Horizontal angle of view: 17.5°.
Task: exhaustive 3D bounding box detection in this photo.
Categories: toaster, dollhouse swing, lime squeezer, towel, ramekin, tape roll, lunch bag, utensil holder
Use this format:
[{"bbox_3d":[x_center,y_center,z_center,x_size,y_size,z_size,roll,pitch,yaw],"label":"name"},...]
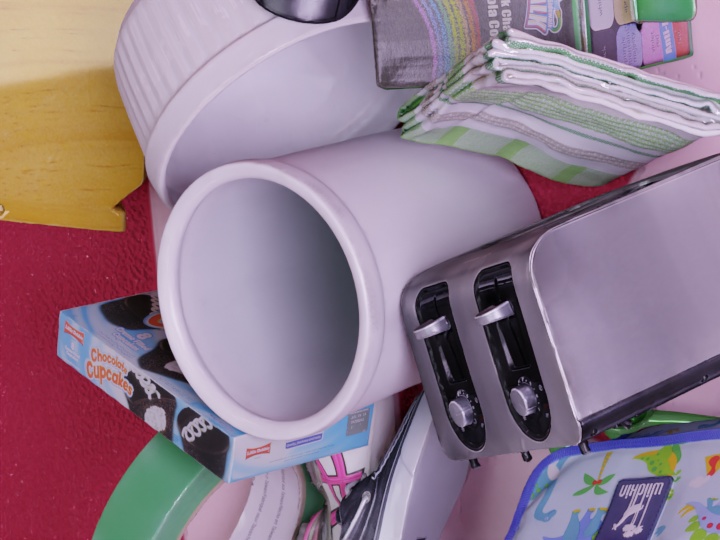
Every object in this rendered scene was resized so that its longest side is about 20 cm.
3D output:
[{"bbox_3d":[0.142,0.021,1.320,0.181,0.199,0.119,-17,95,67],"label":"toaster"},{"bbox_3d":[-0.222,-0.154,1.691,0.180,0.176,0.202,6,108,7],"label":"dollhouse swing"},{"bbox_3d":[0.160,0.113,1.476,0.199,0.038,0.071,-31,81,39],"label":"lime squeezer"},{"bbox_3d":[0.113,-0.084,1.349,0.200,0.148,0.031,150,135,-72],"label":"towel"},{"bbox_3d":[-0.063,-0.134,1.495,0.200,0.199,0.105,-48,62,36],"label":"ramekin"},{"bbox_3d":[-0.103,0.179,1.601,0.048,0.200,0.202,30,119,30],"label":"tape roll"},{"bbox_3d":[0.180,0.149,1.271,0.169,0.199,0.128,-10,98,39],"label":"lunch bag"},{"bbox_3d":[0.000,0.000,1.471,0.169,0.199,0.171,11,108,37],"label":"utensil holder"}]

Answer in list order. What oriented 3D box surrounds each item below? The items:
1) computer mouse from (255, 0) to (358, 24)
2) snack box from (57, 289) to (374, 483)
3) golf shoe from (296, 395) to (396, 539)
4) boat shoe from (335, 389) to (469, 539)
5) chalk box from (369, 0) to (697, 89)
[{"bbox_3d":[-0.050,-0.238,1.433,0.139,0.201,0.046,16,137,1],"label":"computer mouse"},{"bbox_3d":[-0.097,0.070,1.534,0.200,0.116,0.037,31,122,42],"label":"snack box"},{"bbox_3d":[0.010,0.149,1.591,0.092,0.073,0.201,20,123,27],"label":"golf shoe"},{"bbox_3d":[0.016,0.160,1.523,0.067,0.072,0.202,19,95,31],"label":"boat shoe"},{"bbox_3d":[0.117,-0.176,1.381,0.199,0.123,0.126,2,102,38],"label":"chalk box"}]
